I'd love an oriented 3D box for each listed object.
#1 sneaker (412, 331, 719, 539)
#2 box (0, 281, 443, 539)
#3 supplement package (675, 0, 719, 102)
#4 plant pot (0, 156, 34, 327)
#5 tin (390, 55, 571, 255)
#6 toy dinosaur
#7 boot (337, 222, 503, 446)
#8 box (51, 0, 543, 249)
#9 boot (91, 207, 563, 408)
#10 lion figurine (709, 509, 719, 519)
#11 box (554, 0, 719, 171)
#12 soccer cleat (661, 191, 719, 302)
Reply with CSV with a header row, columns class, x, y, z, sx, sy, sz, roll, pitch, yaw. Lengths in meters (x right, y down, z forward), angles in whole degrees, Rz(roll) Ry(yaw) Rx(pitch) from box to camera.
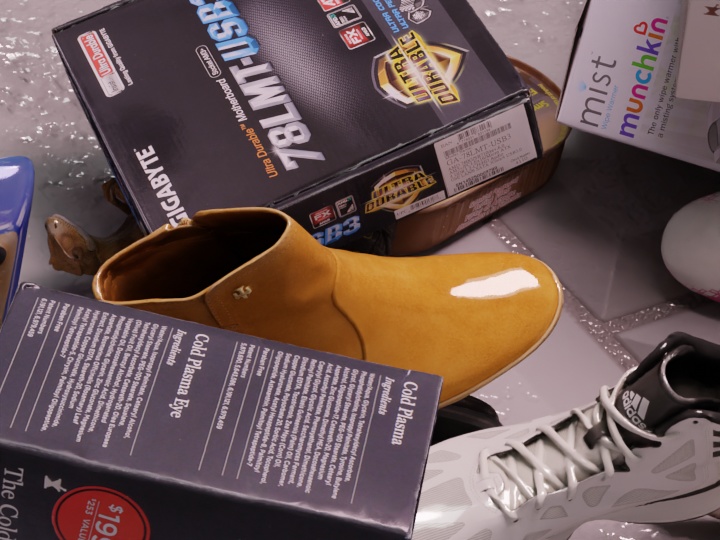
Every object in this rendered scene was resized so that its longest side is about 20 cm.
class,x,y,z,sx,sy,sz,roll,pitch,yaw
sneaker,0.093,0.074,1.223,0.200,0.115,0.076,-14,60,-20
box,-0.075,0.128,1.140,0.182,0.200,0.104,11,37,1
supplement package,0.229,-0.194,1.394,0.117,0.117,0.200,8,67,5
plant pot,-0.265,-0.017,1.280,0.200,0.200,0.180,-13,52,-28
tin,0.035,-0.068,1.528,0.112,0.042,0.200,33,40,29
toy dinosaur,-0.073,-0.018,1.448,0.200,0.060,0.106,3,65,-17
boot,0.000,0.000,1.377,0.200,0.069,0.174,18,59,10
box,-0.036,-0.090,1.390,0.198,0.050,0.200,-22,44,-7
boot,-0.012,0.012,1.243,0.201,0.144,0.071,-17,60,3
lion figurine,0.206,0.140,1.313,0.122,0.072,0.200,14,53,-9
box,0.213,-0.114,1.540,0.176,0.097,0.200,18,16,8
soccer cleat,0.264,-0.007,1.469,0.200,0.070,0.086,8,0,-5
